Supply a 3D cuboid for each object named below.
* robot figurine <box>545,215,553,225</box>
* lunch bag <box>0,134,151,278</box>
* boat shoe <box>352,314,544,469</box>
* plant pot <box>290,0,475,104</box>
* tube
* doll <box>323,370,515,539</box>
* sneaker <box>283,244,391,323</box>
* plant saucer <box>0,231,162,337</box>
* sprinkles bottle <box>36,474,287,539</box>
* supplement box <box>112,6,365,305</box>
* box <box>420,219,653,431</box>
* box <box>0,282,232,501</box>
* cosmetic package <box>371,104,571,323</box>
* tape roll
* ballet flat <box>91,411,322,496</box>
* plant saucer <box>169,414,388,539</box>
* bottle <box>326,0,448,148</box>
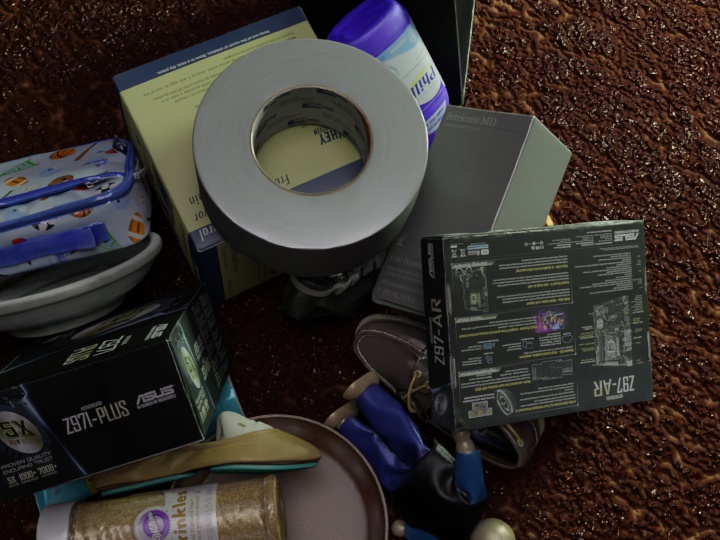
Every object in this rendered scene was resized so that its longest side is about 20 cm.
[{"bbox_3d":[0.179,0.038,0.957,0.145,0.058,0.200,-12,59,-25],"label":"robot figurine"},{"bbox_3d":[-0.289,-0.057,0.929,0.199,0.076,0.160,-16,27,-2],"label":"lunch bag"},{"bbox_3d":[0.075,0.112,0.922,0.200,0.072,0.060,33,34,6],"label":"boat shoe"},{"bbox_3d":[0.027,-0.314,1.048,0.177,0.200,0.201,5,67,10],"label":"plant pot"},{"bbox_3d":[-0.205,0.152,0.908,0.199,0.050,0.078,-22,63,-8],"label":"tube"},{"bbox_3d":[0.058,0.180,0.882,0.200,0.137,0.048,45,32,20],"label":"doll"},{"bbox_3d":[0.000,0.000,0.973,0.200,0.091,0.067,-20,61,-39],"label":"sneaker"},{"bbox_3d":[-0.272,0.018,0.904,0.199,0.200,0.050,-18,106,-11],"label":"plant saucer"},{"bbox_3d":[-0.164,0.217,0.835,0.199,0.068,0.068,-8,68,-1],"label":"sprinkles bottle"},{"bbox_3d":[-0.104,-0.111,0.974,0.199,0.134,0.200,-25,71,-13],"label":"supplement box"},{"bbox_3d":[0.153,0.042,0.851,0.199,0.044,0.161,-6,94,-22],"label":"box"},{"bbox_3d":[-0.205,0.091,0.825,0.163,0.200,0.086,-17,101,3],"label":"box"},{"bbox_3d":[0.103,-0.044,0.918,0.107,0.090,0.201,13,82,41],"label":"cosmetic package"},{"bbox_3d":[-0.044,-0.099,0.865,0.199,0.066,0.201,2,69,-4],"label":"tape roll"},{"bbox_3d":[-0.134,0.150,0.857,0.199,0.069,0.063,-7,78,-2],"label":"ballet flat"},{"bbox_3d":[-0.075,0.229,0.880,0.199,0.035,0.201,0,68,1],"label":"plant saucer"},{"bbox_3d":[0.044,-0.167,0.982,0.084,0.200,0.065,-44,38,-14],"label":"bottle"}]
